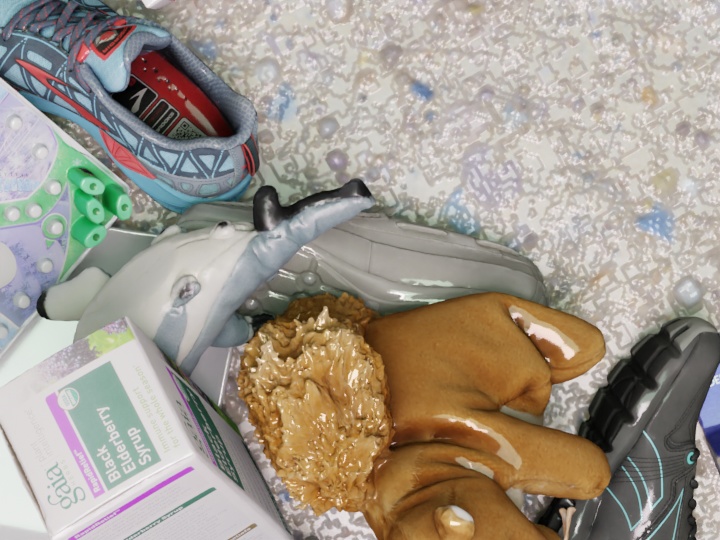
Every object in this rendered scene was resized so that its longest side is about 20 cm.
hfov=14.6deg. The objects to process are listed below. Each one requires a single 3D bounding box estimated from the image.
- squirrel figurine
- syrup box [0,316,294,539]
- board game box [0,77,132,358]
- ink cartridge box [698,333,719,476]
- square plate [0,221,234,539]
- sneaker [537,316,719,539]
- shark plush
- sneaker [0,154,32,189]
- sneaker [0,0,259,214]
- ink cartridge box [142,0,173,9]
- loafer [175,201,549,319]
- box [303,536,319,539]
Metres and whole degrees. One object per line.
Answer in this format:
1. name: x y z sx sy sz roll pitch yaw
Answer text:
1. squirrel figurine: 0.020 0.099 1.360 0.200 0.187 0.142 26 123 -12
2. syrup box: -0.102 0.100 1.354 0.081 0.200 0.079 -30 68 1
3. board game box: -0.239 -0.016 1.392 0.200 0.026 0.200 41 87 -32
4. ink cartridge box: 0.290 0.101 1.465 0.197 0.047 0.200 -22 93 1
5. square plate: -0.171 0.069 1.474 0.200 0.028 0.198 10 90 0
6. sneaker: 0.143 0.118 1.460 0.079 0.075 0.200 26 100 -10
7. shark plush: -0.079 0.012 1.409 0.200 0.091 0.083 -45 129 8
8. sneaker: -0.252 -0.101 1.455 0.200 0.075 0.089 21 79 1
9. sneaker: -0.130 -0.113 1.431 0.200 0.096 0.079 33 68 -3
10. ink cartridge box: -0.073 -0.189 1.425 0.200 0.115 0.068 -31 95 1
11. loafer: 0.000 0.000 1.452 0.200 0.070 0.070 16 130 -9
12. box: -0.064 0.256 1.437 0.200 0.106 0.152 -34 90 1
